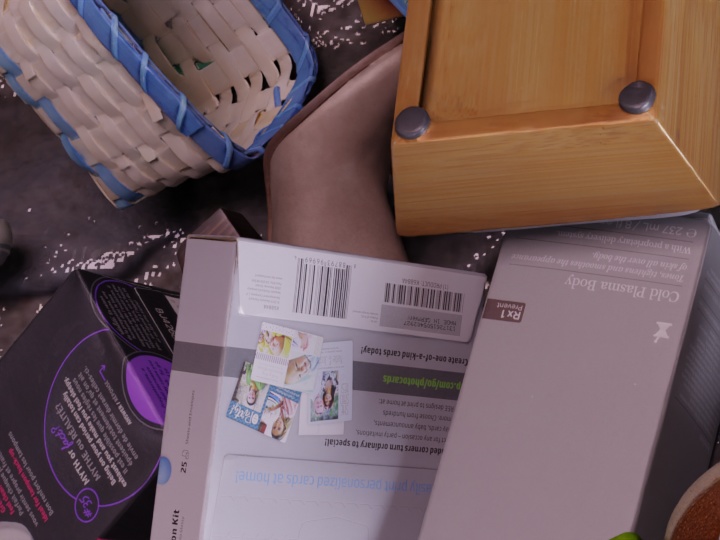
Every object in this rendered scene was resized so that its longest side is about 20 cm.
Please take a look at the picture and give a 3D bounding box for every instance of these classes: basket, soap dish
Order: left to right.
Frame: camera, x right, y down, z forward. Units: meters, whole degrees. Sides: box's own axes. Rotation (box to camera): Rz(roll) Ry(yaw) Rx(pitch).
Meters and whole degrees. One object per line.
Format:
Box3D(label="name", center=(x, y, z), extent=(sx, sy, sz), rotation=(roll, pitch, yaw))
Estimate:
Box3D(label="basket", center=(-0.085, -0.138, 1.407), extent=(0.200, 0.176, 0.139), rotation=(-25, 23, 36))
Box3D(label="soap dish", center=(0.094, -0.118, 1.284), extent=(0.157, 0.081, 0.200), rotation=(-4, 62, 23))

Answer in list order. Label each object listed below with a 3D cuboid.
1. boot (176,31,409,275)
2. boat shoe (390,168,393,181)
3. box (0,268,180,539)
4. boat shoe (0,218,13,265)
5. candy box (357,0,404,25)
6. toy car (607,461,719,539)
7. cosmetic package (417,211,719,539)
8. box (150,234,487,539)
Box3D(label="boot", center=(0.000, 0.000, 1.358), extent=(0.200, 0.070, 0.146), rotation=(-46, 69, 25))
Box3D(label="boat shoe", center=(0.104, -0.076, 1.364), extent=(0.200, 0.075, 0.068), rotation=(-20, 60, 29))
Box3D(label="box", center=(-0.134, 0.115, 1.334), extent=(0.200, 0.106, 0.122), rotation=(-48, 53, 23))
Box3D(label="boat shoe", center=(-0.274, 0.028, 1.508), extent=(0.201, 0.070, 0.072), rotation=(-20, 77, 17))
Box3D(label="candy box", center=(0.081, -0.208, 1.405), extent=(0.200, 0.056, 0.117), rotation=(-13, 106, 20))
Box3D(label="toy car", center=(0.199, 0.178, 1.108), extent=(0.164, 0.158, 0.200), rotation=(-26, 32, 8))
Box3D(label="cosmetic package", center=(0.104, 0.075, 1.280), extent=(0.107, 0.090, 0.200), rotation=(6, 67, 26))
Box3D(label="box", center=(-0.020, 0.091, 1.259), extent=(0.041, 0.156, 0.200), rotation=(3, 87, 49))
